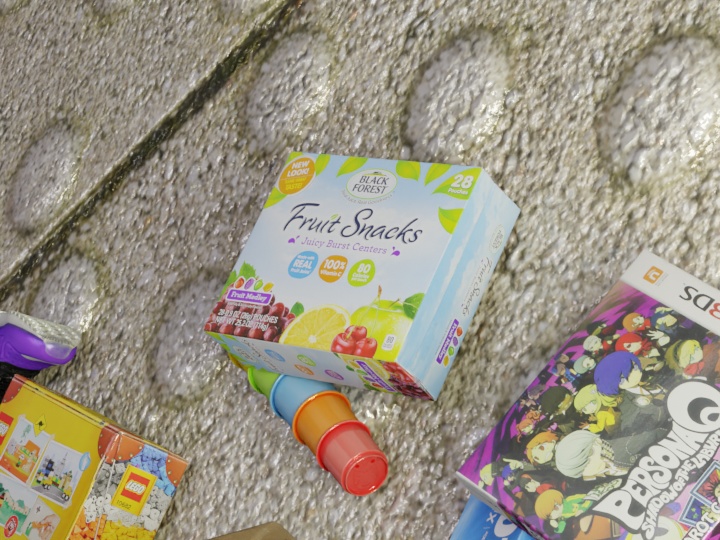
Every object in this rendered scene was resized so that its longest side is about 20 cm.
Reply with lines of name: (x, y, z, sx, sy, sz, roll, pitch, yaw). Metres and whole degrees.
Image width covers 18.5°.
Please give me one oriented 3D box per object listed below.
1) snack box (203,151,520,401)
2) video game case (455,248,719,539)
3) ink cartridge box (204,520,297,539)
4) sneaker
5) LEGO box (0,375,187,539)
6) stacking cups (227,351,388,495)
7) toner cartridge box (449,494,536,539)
snack box: (0.000, 0.000, 1.675, 0.199, 0.068, 0.169, 9, 65, 41)
video game case: (0.185, 0.101, 1.395, 0.200, 0.036, 0.181, -49, 46, -9)
ink cartridge box: (-0.045, 0.282, 1.499, 0.200, 0.075, 0.166, -152, 52, -65)
sneaker: (-0.328, 0.090, 2.067, 0.200, 0.069, 0.100, 6, 80, 56)
LEGO box: (-0.255, 0.191, 1.887, 0.200, 0.077, 0.150, 20, 83, 53)
stacking cups: (-0.038, 0.107, 1.717, 0.061, 0.060, 0.200, -53, 42, 13)
toner cartridge box: (0.088, 0.206, 1.459, 0.095, 0.043, 0.201, -19, 41, 62)
